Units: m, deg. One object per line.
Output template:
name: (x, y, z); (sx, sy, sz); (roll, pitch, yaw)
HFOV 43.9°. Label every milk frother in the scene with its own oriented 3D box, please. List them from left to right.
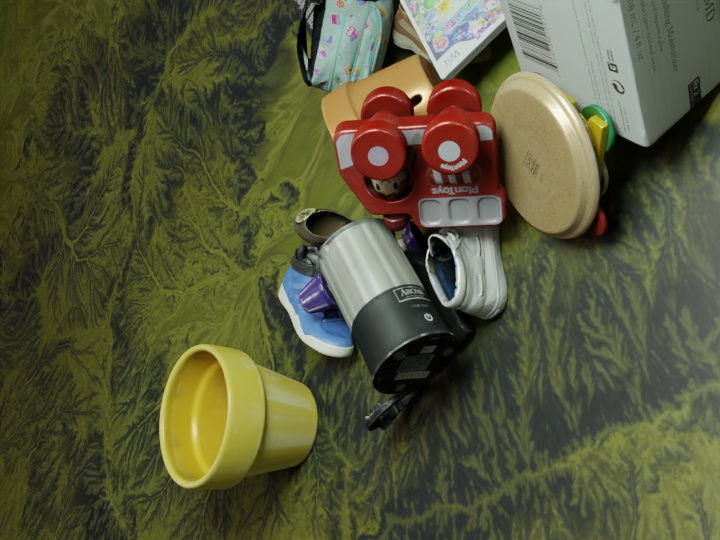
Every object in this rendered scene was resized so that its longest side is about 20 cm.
milk frother: (0.024, 0.077, 1.151); (0.200, 0.179, 0.190); (-45, 53, 24)

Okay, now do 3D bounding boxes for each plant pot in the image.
plant pot: (-0.173, 0.223, 1.338); (0.199, 0.186, 0.206); (-15, 69, 46)
plant pot: (0.061, -0.187, 1.184); (0.139, 0.199, 0.203); (-33, 54, 18)

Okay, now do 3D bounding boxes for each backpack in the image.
backpack: (-0.016, -0.352, 1.307); (0.168, 0.124, 0.203); (-61, -13, -54)

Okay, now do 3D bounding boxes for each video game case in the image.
video game case: (0.120, -0.369, 1.168); (0.143, 0.018, 0.203); (-39, 60, 30)

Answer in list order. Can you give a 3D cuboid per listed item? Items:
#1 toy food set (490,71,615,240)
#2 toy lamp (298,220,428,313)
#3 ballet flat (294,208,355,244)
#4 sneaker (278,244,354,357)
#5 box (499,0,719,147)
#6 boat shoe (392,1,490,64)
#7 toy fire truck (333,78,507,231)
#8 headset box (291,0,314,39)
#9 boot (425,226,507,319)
toy food set: (0.212, -0.126, 1.011); (0.199, 0.048, 0.203); (51, 155, 41)
toy lamp: (0.000, 0.000, 1.250); (0.198, 0.058, 0.059); (-30, 57, 18)
ballet flat: (-0.038, -0.062, 1.345); (0.067, 0.047, 0.199); (-45, 41, -15)
sneaker: (-0.057, 0.035, 1.335); (0.200, 0.075, 0.113); (51, 128, 51)
box: (0.255, -0.271, 0.928); (0.130, 0.200, 0.200); (-39, 42, -9)
boat shoe: (0.105, -0.332, 1.226); (0.199, 0.074, 0.073); (36, 136, 47)
toy fire truck: (0.071, -0.120, 1.053); (0.195, 0.171, 0.113); (-3, 35, 11)
headset box: (-0.043, -0.475, 1.453); (0.149, 0.074, 0.202); (-50, 47, 28)
boot: (0.125, -0.042, 1.126); (0.073, 0.094, 0.204); (-33, 57, 39)
